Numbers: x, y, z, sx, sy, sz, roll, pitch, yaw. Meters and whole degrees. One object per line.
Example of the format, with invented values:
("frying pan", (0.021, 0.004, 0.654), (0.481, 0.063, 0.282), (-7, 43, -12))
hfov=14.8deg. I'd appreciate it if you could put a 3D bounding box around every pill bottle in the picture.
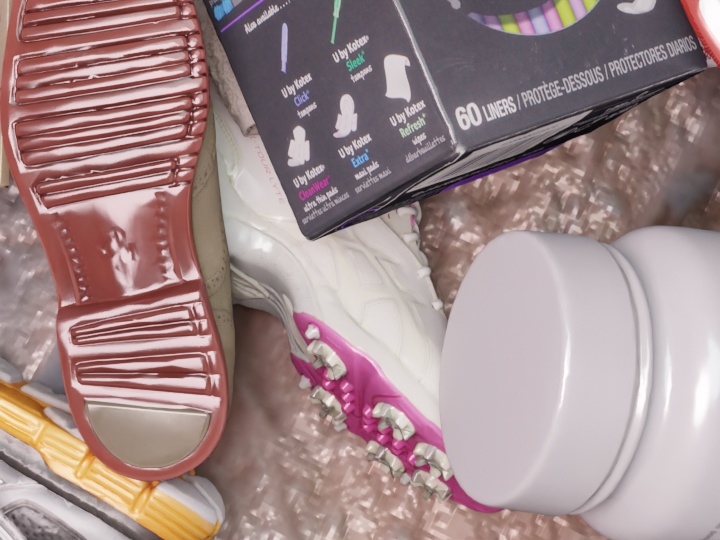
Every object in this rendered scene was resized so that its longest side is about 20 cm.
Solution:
("pill bottle", (0.136, 0.045, 0.974), (0.199, 0.113, 0.114), (7, 73, -24))

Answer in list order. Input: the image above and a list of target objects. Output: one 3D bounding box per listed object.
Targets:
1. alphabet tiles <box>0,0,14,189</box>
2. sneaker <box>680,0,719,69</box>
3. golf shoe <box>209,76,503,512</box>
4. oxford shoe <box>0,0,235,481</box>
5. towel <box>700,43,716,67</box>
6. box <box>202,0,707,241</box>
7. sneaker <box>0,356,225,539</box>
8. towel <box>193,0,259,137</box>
("alphabet tiles", (-0.184, -0.123, 0.990), (0.167, 0.008, 0.201), (-4, 82, 36))
("sneaker", (0.211, -0.076, 0.945), (0.200, 0.078, 0.116), (36, 116, -14))
("golf shoe", (0.000, 0.000, 1.019), (0.092, 0.075, 0.200), (-42, 84, -19))
("oxford shoe", (-0.081, -0.031, 0.952), (0.070, 0.075, 0.201), (-3, 93, 5))
("towel", (0.190, -0.168, 1.059), (0.030, 0.146, 0.200), (29, 71, -30))
("box", (0.012, -0.130, 0.956), (0.122, 0.106, 0.200), (-21, 86, -36))
("sneaker", (-0.149, 0.065, 0.983), (0.200, 0.078, 0.077), (30, 98, 11))
("towel", (0.002, -0.135, 1.048), (0.200, 0.034, 0.133), (-23, 76, -34))
